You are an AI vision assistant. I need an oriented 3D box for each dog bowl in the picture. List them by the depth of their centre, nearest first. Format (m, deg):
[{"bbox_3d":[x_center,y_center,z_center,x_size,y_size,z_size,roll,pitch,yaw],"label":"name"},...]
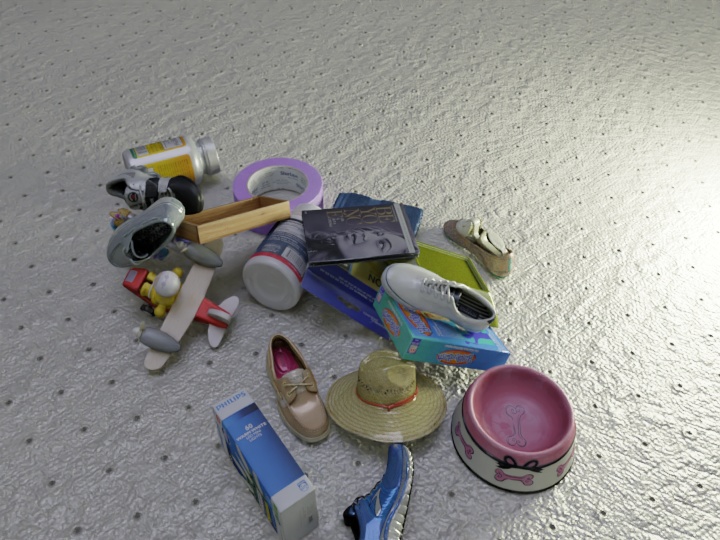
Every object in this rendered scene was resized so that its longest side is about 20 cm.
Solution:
[{"bbox_3d":[0.241,0.234,1.004,0.195,0.075,0.203,1,43,-1],"label":"dog bowl"}]

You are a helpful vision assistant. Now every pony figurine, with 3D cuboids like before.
[{"bbox_3d":[-0.385,-0.078,1.260,0.196,0.170,0.193,19,-1,-19],"label":"pony figurine"}]

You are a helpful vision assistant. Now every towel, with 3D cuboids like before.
[{"bbox_3d":[0.032,-0.109,1.382,0.195,0.049,0.113,13,45,13],"label":"towel"}]

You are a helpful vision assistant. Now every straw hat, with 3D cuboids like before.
[{"bbox_3d":[0.041,0.173,1.021,0.196,0.087,0.202,0,27,0],"label":"straw hat"}]

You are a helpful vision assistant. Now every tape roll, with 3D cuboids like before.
[{"bbox_3d":[-0.180,-0.165,1.426,0.195,0.067,0.203,1,42,-1],"label":"tape roll"}]

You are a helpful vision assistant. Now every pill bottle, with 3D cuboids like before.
[{"bbox_3d":[-0.132,-0.034,1.247,0.117,0.121,0.202,14,44,14],"label":"pill bottle"},{"bbox_3d":[-0.423,-0.237,1.461,0.196,0.114,0.113,-20,46,-20],"label":"pill bottle"}]

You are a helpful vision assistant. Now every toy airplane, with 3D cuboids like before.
[{"bbox_3d":[-0.312,0.050,1.134,0.195,0.142,0.203,-22,66,-5],"label":"toy airplane"}]

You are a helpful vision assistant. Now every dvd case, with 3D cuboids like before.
[{"bbox_3d":[-0.003,-0.068,1.171,0.195,0.016,0.150,-5,42,-8],"label":"dvd case"}]

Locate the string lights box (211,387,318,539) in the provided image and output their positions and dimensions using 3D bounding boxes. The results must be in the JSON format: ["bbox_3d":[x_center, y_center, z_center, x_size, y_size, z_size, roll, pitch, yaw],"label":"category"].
[{"bbox_3d":[-0.137,0.278,0.927,0.058,0.104,0.200,-26,49,-26],"label":"string lights box"}]

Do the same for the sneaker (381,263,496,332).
[{"bbox_3d":[0.130,0.035,1.046,0.196,0.071,0.074,22,67,-6],"label":"sneaker"}]

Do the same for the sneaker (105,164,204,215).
[{"bbox_3d":[-0.368,-0.131,1.152,0.196,0.076,0.088,14,31,27],"label":"sneaker"}]

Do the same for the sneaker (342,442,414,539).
[{"bbox_3d":[0.023,0.326,0.898,0.087,0.080,0.202,13,44,9],"label":"sneaker"}]

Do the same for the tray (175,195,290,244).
[{"bbox_3d":[-0.236,-0.096,1.194,0.198,0.038,0.097,-23,26,-39],"label":"tray"}]

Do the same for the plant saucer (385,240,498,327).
[{"bbox_3d":[0.148,0.009,1.177,0.195,0.049,0.201,16,24,-16],"label":"plant saucer"}]

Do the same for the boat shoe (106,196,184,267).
[{"bbox_3d":[-0.384,-0.052,1.127,0.199,0.070,0.072,-32,32,28],"label":"boat shoe"}]

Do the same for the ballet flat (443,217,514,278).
[{"bbox_3d":[0.245,-0.067,1.327,0.067,0.068,0.200,-25,49,-26],"label":"ballet flat"}]

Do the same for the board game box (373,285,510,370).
[{"bbox_3d":[0.135,0.098,1.095,0.196,0.046,0.153,12,27,-26],"label":"board game box"}]

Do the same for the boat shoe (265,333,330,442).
[{"bbox_3d":[-0.108,0.185,1.051,0.072,0.070,0.201,-19,47,-21],"label":"boat shoe"}]

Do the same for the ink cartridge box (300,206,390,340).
[{"bbox_3d":[0.000,0.000,1.204,0.195,0.047,0.202,32,39,-15],"label":"ink cartridge box"}]
